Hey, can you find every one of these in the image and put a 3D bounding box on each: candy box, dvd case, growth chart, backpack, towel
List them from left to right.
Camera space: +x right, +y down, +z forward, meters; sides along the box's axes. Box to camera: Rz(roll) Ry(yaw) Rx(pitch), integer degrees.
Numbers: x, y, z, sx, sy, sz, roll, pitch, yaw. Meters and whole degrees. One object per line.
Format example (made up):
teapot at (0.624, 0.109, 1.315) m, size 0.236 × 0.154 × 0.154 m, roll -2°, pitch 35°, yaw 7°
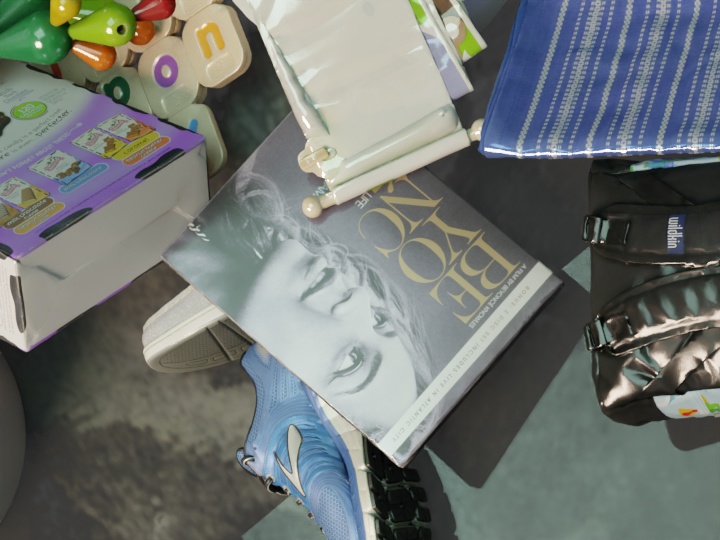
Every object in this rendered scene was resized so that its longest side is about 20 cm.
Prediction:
candy box at (-0.221, -0.050, 1.598) m, size 0.200 × 0.168 × 0.072 m, roll 24°, pitch 132°, yaw 33°
dvd case at (0.000, 0.000, 1.554) m, size 0.200 × 0.016 × 0.149 m, roll 40°, pitch 83°, yaw 14°
growth chart at (0.003, -0.148, 1.551) m, size 0.144 × 0.018 × 0.201 m, roll -19°, pitch 90°, yaw -3°
towel at (0.175, -0.123, 1.528) m, size 0.199 × 0.024 × 0.145 m, roll -1°, pitch 47°, yaw 25°
backpack at (0.244, 0.004, 1.473) m, size 0.200 × 0.154 × 0.164 m, roll -16°, pitch 69°, yaw 37°

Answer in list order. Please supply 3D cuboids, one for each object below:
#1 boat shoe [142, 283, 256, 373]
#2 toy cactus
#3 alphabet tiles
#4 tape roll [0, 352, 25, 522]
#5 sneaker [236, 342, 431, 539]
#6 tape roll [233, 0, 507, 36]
boat shoe at (-0.055, -0.007, 1.613) m, size 0.202 × 0.074 × 0.065 m, roll -36°, pitch 65°, yaw 7°
toy cactus at (-0.226, -0.162, 1.626) m, size 0.200 × 0.102 × 0.165 m, roll 29°, pitch 57°, yaw 36°
alphabet tiles at (-0.158, -0.126, 1.673) m, size 0.200 × 0.015 × 0.196 m, roll -32°, pitch 71°, yaw 29°
tape roll at (-0.322, 0.105, 1.626) m, size 0.202 × 0.139 × 0.203 m, roll 0°, pitch 85°, yaw 4°
sneaker at (-0.021, 0.122, 1.581) m, size 0.089 × 0.079 × 0.200 m, roll -29°, pitch 64°, yaw 21°
tape roll at (0.005, -0.227, 1.627) m, size 0.202 × 0.071 × 0.203 m, roll -4°, pitch 80°, yaw 20°
